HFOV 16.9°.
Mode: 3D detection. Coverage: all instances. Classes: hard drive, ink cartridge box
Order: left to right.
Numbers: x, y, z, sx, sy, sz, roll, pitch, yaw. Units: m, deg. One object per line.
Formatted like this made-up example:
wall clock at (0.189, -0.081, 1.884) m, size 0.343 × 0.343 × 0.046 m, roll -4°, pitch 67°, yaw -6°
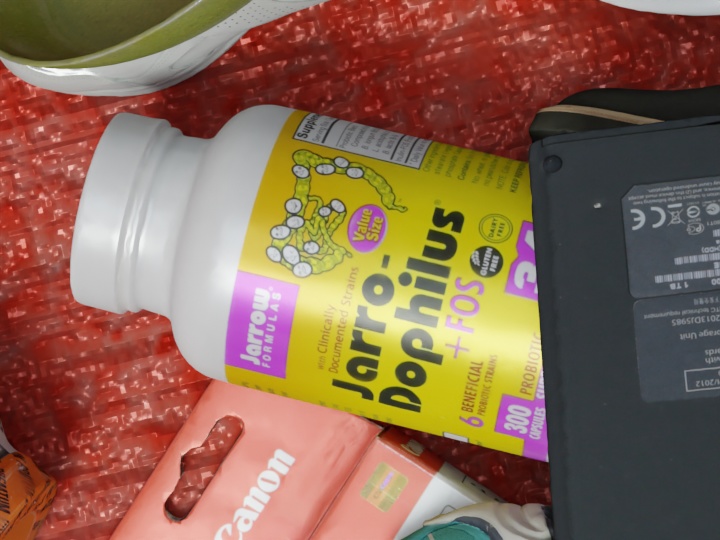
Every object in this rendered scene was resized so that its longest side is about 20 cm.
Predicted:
ink cartridge box at (0.008, 0.122, 0.910) m, size 0.200 × 0.050 × 0.109 m, roll 33°, pitch 94°, yaw 3°
hard drive at (0.129, 0.042, 0.772) m, size 0.139 × 0.033 × 0.200 m, roll -6°, pitch 61°, yaw 9°

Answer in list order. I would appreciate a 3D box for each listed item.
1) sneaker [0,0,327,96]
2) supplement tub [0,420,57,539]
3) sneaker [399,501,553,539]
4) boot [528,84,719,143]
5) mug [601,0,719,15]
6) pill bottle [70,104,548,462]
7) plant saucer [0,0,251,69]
sneaker at (-0.049, -0.122, 0.890) m, size 0.200 × 0.099 × 0.078 m, roll -21°, pitch 88°, yaw 6°
supplement tub at (-0.221, 0.062, 0.900) m, size 0.200 × 0.123 × 0.123 m, roll 33°, pitch 94°, yaw 5°
sneaker at (0.054, 0.183, 0.852) m, size 0.080 × 0.078 × 0.200 m, roll -13°, pitch 80°, yaw 14°
boot at (0.176, -0.072, 0.891) m, size 0.200 × 0.077 × 0.138 m, roll 13°, pitch 66°, yaw 23°
mug at (0.104, -0.196, 0.844) m, size 0.200 × 0.148 × 0.176 m, roll -6°, pitch 72°, yaw 4°
pill bottle at (0.000, 0.000, 0.884) m, size 0.200 × 0.104 × 0.104 m, roll 13°, pitch 92°, yaw 6°
plant saucer at (-0.058, -0.148, 0.846) m, size 0.200 × 0.200 × 0.031 m, roll -47°, pitch 129°, yaw 5°
